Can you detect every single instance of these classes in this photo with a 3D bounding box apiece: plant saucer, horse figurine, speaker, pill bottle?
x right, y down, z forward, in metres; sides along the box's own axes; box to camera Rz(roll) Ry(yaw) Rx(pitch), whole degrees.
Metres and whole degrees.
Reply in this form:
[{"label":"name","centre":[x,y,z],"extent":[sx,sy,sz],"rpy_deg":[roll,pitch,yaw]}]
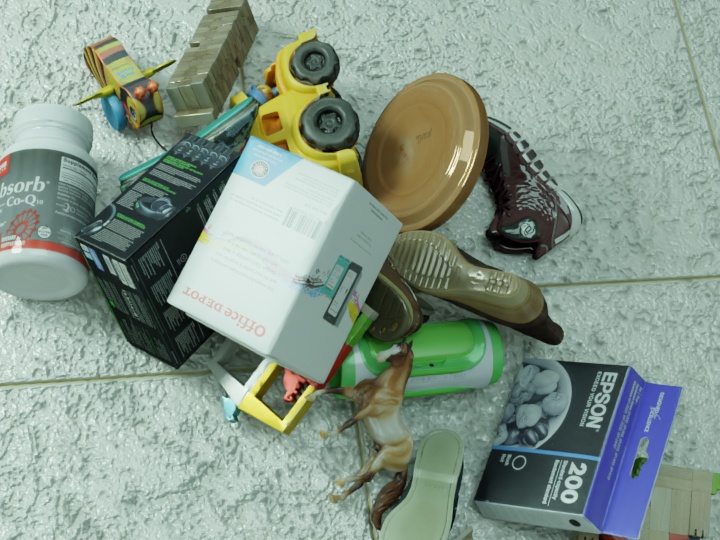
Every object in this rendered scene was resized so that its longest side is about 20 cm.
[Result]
[{"label":"plant saucer","centre":[0.070,-0.142,1.608],"extent":[0.032,0.199,0.203],"rpy_deg":[20,57,-41]},{"label":"horse figurine","centre":[0.015,0.185,1.499],"extent":[0.131,0.050,0.203],"rpy_deg":[-23,111,-25]},{"label":"speaker","centre":[0.064,0.104,1.562],"extent":[0.197,0.089,0.090],"rpy_deg":[-4,66,-16]},{"label":"pill bottle","centre":[-0.359,-0.078,1.520],"extent":[0.114,0.116,0.203],"rpy_deg":[5,64,-12]}]

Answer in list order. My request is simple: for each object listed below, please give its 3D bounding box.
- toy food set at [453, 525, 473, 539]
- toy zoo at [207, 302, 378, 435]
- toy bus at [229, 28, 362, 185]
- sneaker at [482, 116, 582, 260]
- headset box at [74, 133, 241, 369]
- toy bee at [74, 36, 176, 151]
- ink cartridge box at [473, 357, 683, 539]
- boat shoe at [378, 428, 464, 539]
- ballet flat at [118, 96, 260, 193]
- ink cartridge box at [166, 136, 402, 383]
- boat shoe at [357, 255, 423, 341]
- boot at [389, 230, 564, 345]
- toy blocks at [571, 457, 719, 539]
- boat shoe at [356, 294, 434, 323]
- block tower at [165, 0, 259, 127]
[{"label":"toy food set","centre":[0.136,0.400,1.457],"extent":[0.143,0.061,0.200],"rpy_deg":[-36,78,-26]},{"label":"toy zoo","centre":[-0.087,0.091,1.509],"extent":[0.131,0.020,0.201],"rpy_deg":[36,90,27]},{"label":"toy bus","centre":[-0.101,-0.170,1.634],"extent":[0.189,0.136,0.202],"rpy_deg":[-15,68,-3]},{"label":"sneaker","centre":[0.181,-0.098,1.693],"extent":[0.115,0.076,0.200],"rpy_deg":[-39,81,-23]},{"label":"headset box","centre":[-0.194,-0.028,1.496],"extent":[0.092,0.175,0.200],"rpy_deg":[23,57,35]},{"label":"toy bee","centre":[-0.266,-0.215,1.611],"extent":[0.199,0.109,0.131],"rpy_deg":[37,63,6]},{"label":"ink cartridge box","centre":[0.247,0.198,1.522],"extent":[0.198,0.043,0.200],"rpy_deg":[2,55,35]},{"label":"boat shoe","centre":[0.070,0.276,1.492],"extent":[0.073,0.067,0.201],"rpy_deg":[8,53,13]},{"label":"ballet flat","centre":[-0.189,-0.129,1.569],"extent":[0.198,0.074,0.075],"rpy_deg":[-29,71,15]},{"label":"ink cartridge box","centre":[-0.079,-0.008,1.441],"extent":[0.146,0.146,0.202],"rpy_deg":[25,85,28]},{"label":"boat shoe","centre":[0.001,0.000,1.542],"extent":[0.201,0.072,0.067],"rpy_deg":[51,23,21]},{"label":"boot","centre":[0.136,0.029,1.589],"extent":[0.198,0.166,0.073],"rpy_deg":[21,77,31]},{"label":"toy blocks","centre":[0.325,0.293,1.547],"extent":[0.197,0.100,0.139],"rpy_deg":[10,75,-8]},{"label":"boat shoe","centre":[-0.011,0.043,1.598],"extent":[0.197,0.073,0.063],"rpy_deg":[12,106,-14]},{"label":"block tower","centre":[-0.180,-0.262,1.647],"extent":[0.053,0.058,0.201],"rpy_deg":[-4,45,21]}]
